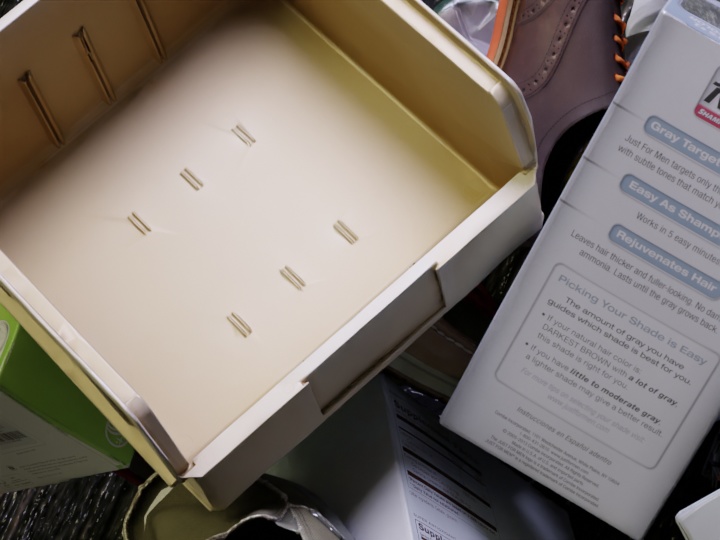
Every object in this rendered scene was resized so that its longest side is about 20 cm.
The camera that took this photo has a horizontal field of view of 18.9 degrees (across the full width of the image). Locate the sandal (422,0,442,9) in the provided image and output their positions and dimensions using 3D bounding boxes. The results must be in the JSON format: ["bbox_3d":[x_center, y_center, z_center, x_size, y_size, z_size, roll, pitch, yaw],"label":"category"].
[{"bbox_3d":[0.059,-0.138,1.249,0.075,0.045,0.201,14,67,47],"label":"sandal"}]

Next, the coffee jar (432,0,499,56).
[{"bbox_3d":[0.059,-0.082,1.098,0.200,0.085,0.105,-69,3,-86],"label":"coffee jar"}]

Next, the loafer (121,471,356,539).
[{"bbox_3d":[-0.042,0.117,0.874,0.200,0.070,0.075,20,75,53],"label":"loafer"}]

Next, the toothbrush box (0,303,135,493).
[{"bbox_3d":[-0.156,-0.001,1.056,0.145,0.086,0.201,-14,49,45],"label":"toothbrush box"}]

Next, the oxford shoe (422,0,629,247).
[{"bbox_3d":[0.097,-0.106,0.954,0.072,0.071,0.201,28,103,20],"label":"oxford shoe"}]

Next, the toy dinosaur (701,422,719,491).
[{"bbox_3d":[0.180,0.072,0.863,0.101,0.201,0.136,-10,29,-16],"label":"toy dinosaur"}]

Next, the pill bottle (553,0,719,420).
[{"bbox_3d":[0.148,-0.040,1.005,0.112,0.113,0.201,-12,53,44],"label":"pill bottle"}]

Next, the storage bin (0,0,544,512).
[{"bbox_3d":[-0.059,-0.039,0.893,0.200,0.094,0.198,-41,62,-12],"label":"storage bin"}]

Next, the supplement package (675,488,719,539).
[{"bbox_3d":[0.227,0.126,0.690,0.155,0.111,0.201,-34,75,27],"label":"supplement package"}]

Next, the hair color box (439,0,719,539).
[{"bbox_3d":[0.122,-0.002,0.875,0.201,0.099,0.061,-63,-6,25],"label":"hair color box"}]

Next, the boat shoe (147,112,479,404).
[{"bbox_3d":[0.000,0.000,0.971,0.067,0.199,0.074,-58,4,-2],"label":"boat shoe"}]

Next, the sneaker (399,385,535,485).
[{"bbox_3d":[-0.008,0.116,1.062,0.198,0.083,0.072,-11,40,-6],"label":"sneaker"}]

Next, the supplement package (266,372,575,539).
[{"bbox_3d":[-0.001,0.197,0.946,0.191,0.147,0.201,-37,38,22],"label":"supplement package"}]

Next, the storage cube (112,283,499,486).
[{"bbox_3d":[-0.049,0.022,1.135,0.200,0.171,0.180,-49,33,8],"label":"storage cube"}]
